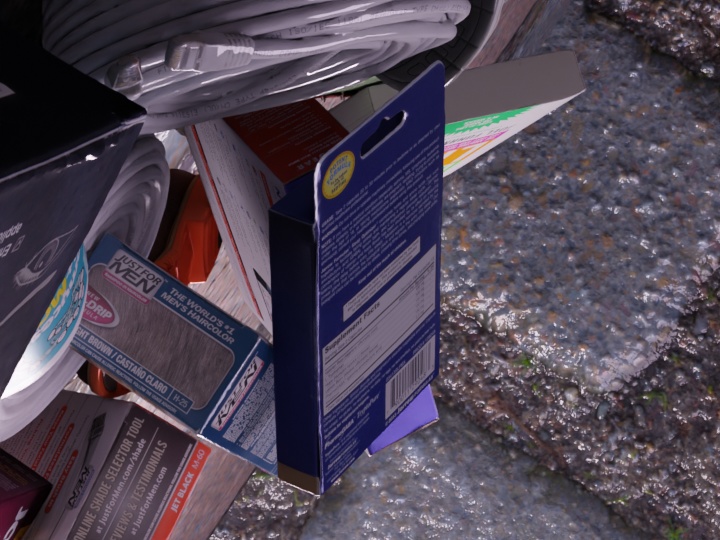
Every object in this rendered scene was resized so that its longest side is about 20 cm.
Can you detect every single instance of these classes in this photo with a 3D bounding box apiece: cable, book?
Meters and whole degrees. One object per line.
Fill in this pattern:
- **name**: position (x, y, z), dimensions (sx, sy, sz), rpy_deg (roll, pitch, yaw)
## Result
- **cable**: position (-0.051, -0.116, 0.985), dimensions (0.199, 0.070, 0.200), rpy_deg (-15, 177, -27)
- **cable**: position (-0.173, 0.004, 1.100), dimensions (0.201, 0.069, 0.200), rpy_deg (-62, 173, 35)
- **book**: position (0.033, -0.083, 1.291), dimensions (0.133, 0.048, 0.200), rpy_deg (-14, 174, -22)

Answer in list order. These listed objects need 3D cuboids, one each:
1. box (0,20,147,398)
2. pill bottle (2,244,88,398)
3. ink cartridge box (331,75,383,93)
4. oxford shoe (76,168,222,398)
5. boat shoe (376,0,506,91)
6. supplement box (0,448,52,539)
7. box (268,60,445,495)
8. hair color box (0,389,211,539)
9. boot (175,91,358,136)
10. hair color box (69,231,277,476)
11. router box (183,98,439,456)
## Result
- **box**: position (-0.187, 0.019, 0.668), dimensions (0.201, 0.117, 0.197), rpy_deg (-60, 174, 17)
- **pill bottle**: position (-0.169, -0.009, 0.876), dimensions (0.111, 0.110, 0.200), rpy_deg (-56, 174, -15)
- **ink cartridge box**: position (-0.007, -0.177, 1.224), dimensions (0.048, 0.147, 0.200), rpy_deg (-14, -177, 14)
- **oxford shoe**: position (-0.139, 0.006, 1.276), dimensions (0.200, 0.072, 0.072), rpy_deg (-64, 163, -55)
- **boat shoe**: position (0.055, -0.174, 1.066), dimensions (0.065, 0.074, 0.203), rpy_deg (-44, 160, -48)
- **supplement box**: position (-0.248, 0.146, 1.135), dimensions (0.111, 0.085, 0.200), rpy_deg (-58, 174, 4)
- **box**: position (0.000, 0.000, 1.076), dimensions (0.121, 0.032, 0.201), rpy_deg (-42, 143, -44)
- **hair color box**: position (-0.176, 0.134, 1.287), dimensions (0.200, 0.064, 0.111), rpy_deg (2, -117, 63)
- **boot**: position (-0.022, -0.120, 1.340), dimensions (0.200, 0.144, 0.073), rpy_deg (-50, 172, -45)
- **hair color box**: position (-0.087, 0.049, 1.134), dimensions (0.061, 0.100, 0.200), rpy_deg (-56, 166, -5)
- **router box**: position (-0.036, -0.021, 1.220), dimensions (0.049, 0.180, 0.201), rpy_deg (-27, 129, -13)
